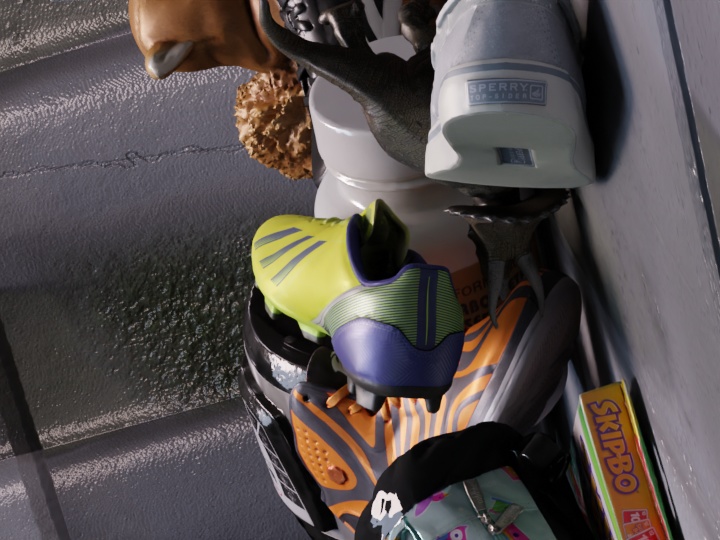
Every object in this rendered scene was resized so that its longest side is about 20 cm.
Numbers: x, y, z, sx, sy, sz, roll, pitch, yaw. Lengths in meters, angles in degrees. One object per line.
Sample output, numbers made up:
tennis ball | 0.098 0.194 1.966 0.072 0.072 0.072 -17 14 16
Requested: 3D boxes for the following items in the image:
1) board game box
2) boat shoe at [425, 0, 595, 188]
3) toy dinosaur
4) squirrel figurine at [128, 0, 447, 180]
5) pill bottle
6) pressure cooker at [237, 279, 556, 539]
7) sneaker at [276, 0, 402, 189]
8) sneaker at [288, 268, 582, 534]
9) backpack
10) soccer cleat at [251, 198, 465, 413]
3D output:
board game box | 0.122 0.115 1.313 0.200 0.030 0.096 90 164 -76
boat shoe | 0.062 -0.075 1.115 0.201 0.070 0.072 76 -162 -82
toy dinosaur | 0.034 -0.071 1.251 0.200 0.077 0.103 45 -166 -46
squirrel figurine | -0.040 -0.139 1.710 0.142 0.186 0.201 -110 5 -70
pill bottle | 0.037 -0.014 1.457 0.115 0.114 0.201 -107 2 -55
pressure cooker | 0.030 0.086 1.695 0.176 0.178 0.201 -52 -39 -39
sneaker | -0.035 -0.145 1.577 0.073 0.111 0.201 167 113 -72
sneaker | 0.027 0.059 1.391 0.078 0.112 0.201 -34 -24 -54
backpack | 0.068 0.192 1.301 0.167 0.126 0.201 79 169 -53
soccer cleat | 0.001 0.000 1.330 0.200 0.064 0.084 -136 52 -63
